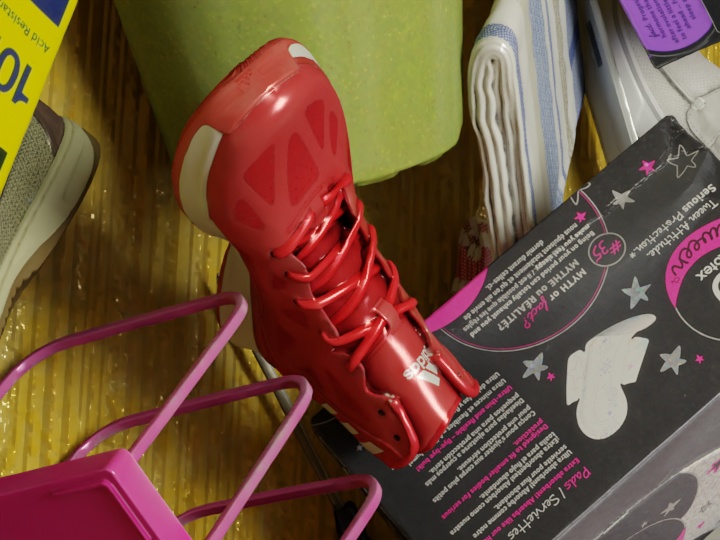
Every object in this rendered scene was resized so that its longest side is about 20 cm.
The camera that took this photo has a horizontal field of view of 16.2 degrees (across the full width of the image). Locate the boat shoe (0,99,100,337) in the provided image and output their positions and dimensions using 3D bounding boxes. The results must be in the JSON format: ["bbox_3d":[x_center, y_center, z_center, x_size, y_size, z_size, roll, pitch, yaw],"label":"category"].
[{"bbox_3d":[-0.168,0.007,0.955,0.065,0.073,0.200,42,48,-21],"label":"boat shoe"}]

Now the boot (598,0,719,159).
[{"bbox_3d":[0.203,-0.073,1.265,0.200,0.096,0.074,54,34,-1],"label":"boot"}]

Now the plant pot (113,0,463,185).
[{"bbox_3d":[-0.032,-0.135,1.045,0.200,0.200,0.190,-25,111,-43],"label":"plant pot"}]

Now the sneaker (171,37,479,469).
[{"bbox_3d":[0.000,0.000,0.946,0.078,0.116,0.200,-45,158,-14],"label":"sneaker"}]

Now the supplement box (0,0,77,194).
[{"bbox_3d":[-0.196,-0.054,0.894,0.109,0.109,0.200,45,53,-44],"label":"supplement box"}]

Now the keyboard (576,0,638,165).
[{"bbox_3d":[0.115,-0.110,1.240,0.011,0.056,0.200,-16,87,-10],"label":"keyboard"}]

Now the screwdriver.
[{"bbox_3d":[-0.013,0.087,1.105,0.029,0.028,0.200,-25,101,-14],"label":"screwdriver"}]

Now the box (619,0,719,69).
[{"bbox_3d":[0.174,-0.199,1.234,0.122,0.106,0.200,61,22,-17],"label":"box"}]

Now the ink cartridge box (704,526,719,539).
[{"bbox_3d":[0.224,0.091,1.221,0.200,0.147,0.146,27,62,-47],"label":"ink cartridge box"}]

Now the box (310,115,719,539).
[{"bbox_3d":[0.102,0.060,1.069,0.200,0.115,0.132,-40,152,-3],"label":"box"}]

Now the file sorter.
[{"bbox_3d":[-0.061,0.124,0.971,0.200,0.139,0.125,57,42,-21],"label":"file sorter"}]

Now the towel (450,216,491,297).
[{"bbox_3d":[0.094,0.088,1.203,0.146,0.030,0.200,24,65,-38],"label":"towel"}]

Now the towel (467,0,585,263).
[{"bbox_3d":[0.076,-0.088,1.145,0.200,0.024,0.147,-73,159,-53],"label":"towel"}]
